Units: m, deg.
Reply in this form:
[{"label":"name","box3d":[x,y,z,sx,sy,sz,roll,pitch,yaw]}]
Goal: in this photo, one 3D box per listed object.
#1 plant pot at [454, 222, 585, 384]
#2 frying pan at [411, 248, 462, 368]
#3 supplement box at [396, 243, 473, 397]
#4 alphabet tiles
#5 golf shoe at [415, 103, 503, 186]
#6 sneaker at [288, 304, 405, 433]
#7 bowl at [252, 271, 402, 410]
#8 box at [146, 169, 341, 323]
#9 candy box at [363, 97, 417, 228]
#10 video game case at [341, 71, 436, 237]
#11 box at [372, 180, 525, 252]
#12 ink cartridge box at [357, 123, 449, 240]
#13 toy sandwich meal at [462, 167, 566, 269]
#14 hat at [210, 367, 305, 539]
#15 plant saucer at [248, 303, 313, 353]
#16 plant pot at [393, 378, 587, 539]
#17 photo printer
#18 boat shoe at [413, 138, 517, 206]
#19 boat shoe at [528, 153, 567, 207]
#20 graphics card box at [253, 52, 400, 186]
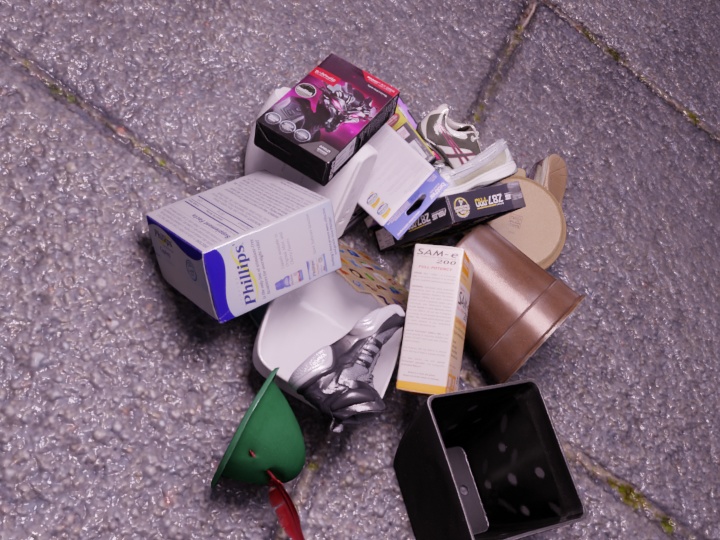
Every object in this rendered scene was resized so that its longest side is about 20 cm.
[{"label":"plant pot","box3d":[0.215,0.045,1.486,0.198,0.201,0.200,44,49,9]},{"label":"frying pan","box3d":[0.112,0.072,1.429,0.031,0.115,0.192,-23,117,-10]},{"label":"supplement box","box3d":[0.108,0.076,1.334,0.072,0.126,0.204,6,82,14]},{"label":"alphabet tiles","box3d":[0.000,0.000,1.414,0.200,0.006,0.166,43,17,30]},{"label":"golf shoe","box3d":[0.177,-0.185,1.557,0.199,0.088,0.077,35,21,-15]},{"label":"sneaker","box3d":[0.005,0.133,1.248,0.199,0.076,0.114,-33,82,-33]},{"label":"bowl","box3d":[-0.052,0.104,1.323,0.198,0.075,0.202,31,52,-12]},{"label":"box","box3d":[-0.158,-0.040,1.281,0.198,0.183,0.106,-24,120,-27]},{"label":"candy box","box3d":[0.037,-0.192,1.587,0.166,0.072,0.202,-21,74,-38]},{"label":"video game case","box3d":[-0.009,-0.184,1.499,0.199,0.026,0.182,-38,78,1]},{"label":"box","box3d":[0.138,-0.084,1.500,0.160,0.199,0.050,-15,86,-36]},{"label":"ink cartridge box","box3d":[0.032,-0.149,1.442,0.119,0.042,0.200,-46,68,2]},{"label":"toy sandwich meal","box3d":[0.258,-0.077,1.636,0.201,0.070,0.209,1,71,-3]},{"label":"hat","box3d":[-0.078,0.245,1.190,0.174,0.201,0.167,30,53,0]},{"label":"plant saucer","box3d":[-0.091,0.034,1.406,0.197,0.027,0.203,15,57,-24]},{"label":"plant pot","box3d":[0.158,0.288,1.308,0.197,0.178,0.203,-5,64,-32]},{"label":"photo printer","box3d":[-0.085,-0.164,1.416,0.199,0.168,0.069,39,35,18]},{"label":"boat shoe","box3d":[0.155,-0.152,1.493,0.199,0.074,0.066,-20,89,-17]},{"label":"boat shoe","box3d":[0.326,-0.114,1.722,0.071,0.064,0.203,22,72,-27]},{"label":"graphics card box","box3d":[-0.045,-0.217,1.332,0.124,0.051,0.200,32,53,13]}]
